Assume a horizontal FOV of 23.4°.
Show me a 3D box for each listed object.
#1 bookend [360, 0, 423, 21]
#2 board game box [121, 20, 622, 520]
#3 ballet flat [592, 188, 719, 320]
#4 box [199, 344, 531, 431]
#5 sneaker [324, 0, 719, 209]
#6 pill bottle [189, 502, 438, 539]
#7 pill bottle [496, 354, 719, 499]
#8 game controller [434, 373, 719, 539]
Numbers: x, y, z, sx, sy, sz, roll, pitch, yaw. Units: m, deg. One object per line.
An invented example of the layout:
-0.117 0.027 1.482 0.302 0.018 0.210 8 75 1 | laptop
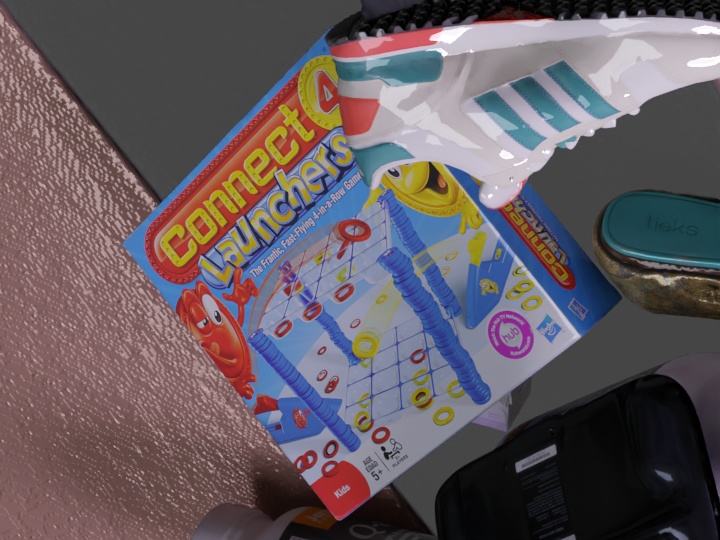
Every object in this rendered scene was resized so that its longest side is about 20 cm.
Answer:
0.053 -0.236 0.734 0.199 0.092 0.199 -16 112 38 | bookend
0.000 0.000 0.919 0.196 0.056 0.200 51 125 4 | board game box
0.211 0.003 0.844 0.199 0.071 0.071 10 127 23 | ballet flat
0.001 0.043 1.002 0.199 0.041 0.039 14 127 22 | box
0.085 -0.080 0.812 0.199 0.070 0.094 -3 110 7 | sneaker
-0.006 0.211 1.076 0.199 0.116 0.117 11 127 23 | pill bottle
0.157 0.108 0.875 0.116 0.116 0.200 47 146 -8 | pill bottle
0.098 0.122 0.824 0.042 0.105 0.200 10 154 -28 | game controller
